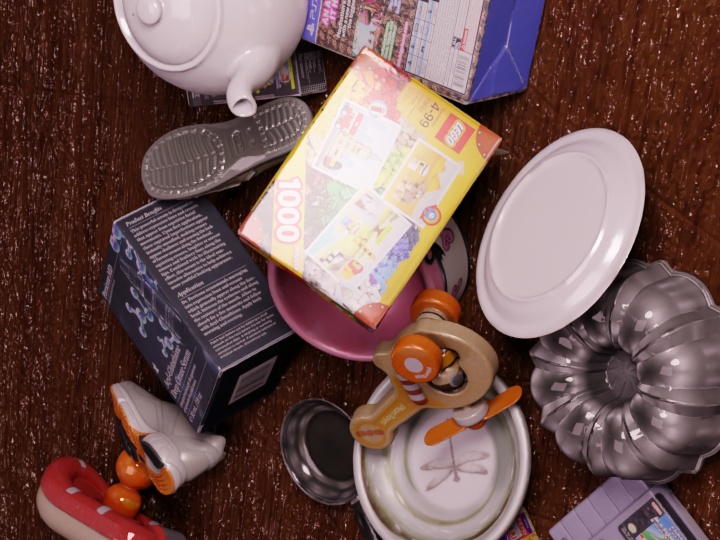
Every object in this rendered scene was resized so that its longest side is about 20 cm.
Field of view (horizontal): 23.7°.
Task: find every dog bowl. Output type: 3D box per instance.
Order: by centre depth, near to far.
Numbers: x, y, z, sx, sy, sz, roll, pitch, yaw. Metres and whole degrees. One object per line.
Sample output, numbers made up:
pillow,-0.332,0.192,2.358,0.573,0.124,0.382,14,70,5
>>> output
dog bowl,0.000,0.000,1.627,0.199,0.074,0.201,9,127,13

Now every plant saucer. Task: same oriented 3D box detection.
plant saucer,0.086,0.182,1.657,0.199,0.050,0.202,-5,81,34

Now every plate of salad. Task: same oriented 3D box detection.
plate of salad,0.179,-0.030,1.505,0.200,0.048,0.201,-33,43,37

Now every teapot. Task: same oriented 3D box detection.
teapot,-0.156,-0.250,1.561,0.199,0.146,0.199,7,107,31

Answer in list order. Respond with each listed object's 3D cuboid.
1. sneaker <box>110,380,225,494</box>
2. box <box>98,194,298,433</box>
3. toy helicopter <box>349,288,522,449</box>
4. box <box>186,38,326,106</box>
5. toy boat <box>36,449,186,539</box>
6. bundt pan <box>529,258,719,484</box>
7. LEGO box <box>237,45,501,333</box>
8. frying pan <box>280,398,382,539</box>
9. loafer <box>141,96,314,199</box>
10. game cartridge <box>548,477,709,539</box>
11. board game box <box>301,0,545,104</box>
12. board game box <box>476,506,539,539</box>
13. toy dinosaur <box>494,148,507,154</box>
sneaker,-0.212,0.177,1.914,0.200,0.091,0.076,42,145,51
box,-0.170,0.039,1.784,0.200,0.107,0.149,53,151,17
toy helicopter,0.060,0.117,1.604,0.132,0.079,0.200,35,135,-11
box,-0.119,-0.271,1.733,0.159,0.044,0.202,-2,100,39
toy boat,-0.273,0.261,1.966,0.199,0.130,0.131,23,85,32
bundt pan,0.230,0.091,1.500,0.201,0.075,0.204,3,94,40
LEGO box,0.007,-0.069,1.512,0.148,0.077,0.201,34,85,1
frying pan,-0.008,0.209,1.773,0.190,0.031,0.115,39,123,21
loafer,-0.128,-0.114,1.732,0.199,0.070,0.076,-15,74,20
game cartridge,0.272,0.282,1.561,0.200,0.038,0.130,54,132,16
board game box,0.061,-0.261,1.552,0.199,0.097,0.161,26,117,32
board game box,0.139,0.351,1.678,0.151,0.046,0.201,-32,81,40
toy dinosaur,0.052,-0.114,1.626,0.198,0.077,0.103,4,119,19
